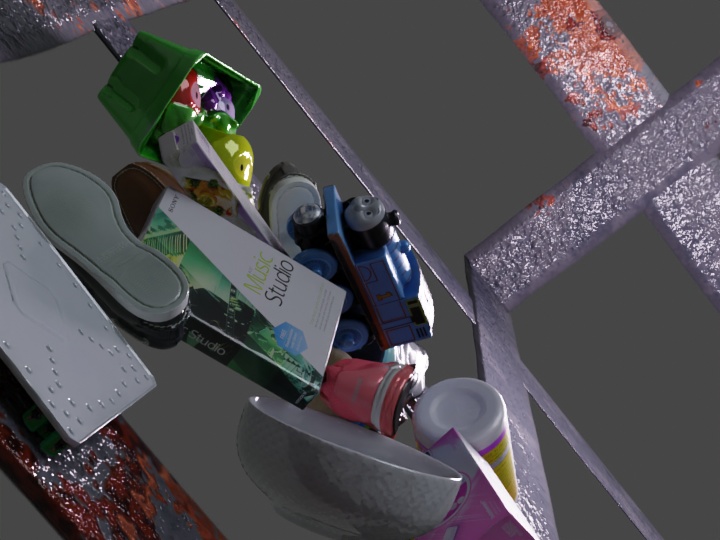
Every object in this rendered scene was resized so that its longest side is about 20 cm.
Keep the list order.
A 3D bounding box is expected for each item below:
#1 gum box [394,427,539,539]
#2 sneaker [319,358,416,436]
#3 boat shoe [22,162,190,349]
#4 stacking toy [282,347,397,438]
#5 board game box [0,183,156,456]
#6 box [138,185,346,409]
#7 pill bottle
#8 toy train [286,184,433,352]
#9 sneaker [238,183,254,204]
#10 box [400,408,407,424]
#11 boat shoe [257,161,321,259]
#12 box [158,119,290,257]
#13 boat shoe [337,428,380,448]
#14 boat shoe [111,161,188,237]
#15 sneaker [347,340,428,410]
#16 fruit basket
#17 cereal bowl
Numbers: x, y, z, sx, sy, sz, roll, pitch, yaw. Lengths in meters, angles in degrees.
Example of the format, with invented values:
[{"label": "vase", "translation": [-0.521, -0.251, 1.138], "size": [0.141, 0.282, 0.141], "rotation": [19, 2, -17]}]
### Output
[{"label": "gum box", "translation": [0.094, 0.249, 1.471], "size": [0.066, 0.113, 0.200], "rotation": [47, 4, -23]}, {"label": "sneaker", "translation": [0.003, 0.107, 1.385], "size": [0.086, 0.074, 0.200], "rotation": [19, -6, 3]}, {"label": "boat shoe", "translation": [-0.213, -0.011, 1.219], "size": [0.200, 0.075, 0.060], "rotation": [48, -30, 29]}, {"label": "stacking toy", "translation": [-0.011, 0.144, 1.557], "size": [0.086, 0.085, 0.200], "rotation": [57, 6, 25]}, {"label": "board game box", "translation": [-0.240, 0.029, 1.055], "size": [0.200, 0.026, 0.200], "rotation": [53, 11, -1]}, {"label": "box", "translation": [-0.114, 0.022, 1.326], "size": [0.199, 0.036, 0.145], "rotation": [30, 36, -12]}, {"label": "pill bottle", "translation": [0.121, 0.222, 1.649], "size": [0.104, 0.104, 0.201], "rotation": [-116, -170, -49]}, {"label": "toy train", "translation": [0.000, 0.000, 1.469], "size": [0.087, 0.114, 0.200], "rotation": [-99, 169, -45]}, {"label": "sneaker", "translation": [-0.146, -0.049, 1.532], "size": [0.075, 0.077, 0.200], "rotation": [17, 9, -6]}, {"label": "box", "translation": [-0.027, 0.087, 1.738], "size": [0.158, 0.048, 0.200], "rotation": [47, 11, -29]}, {"label": "boat shoe", "translation": [-0.078, -0.017, 1.565], "size": [0.060, 0.072, 0.203], "rotation": [-120, -150, -54]}, {"label": "box", "translation": [-0.123, -0.055, 1.400], "size": [0.200, 0.039, 0.042], "rotation": [56, 11, -39]}, {"label": "boat shoe", "translation": [-0.005, 0.184, 1.456], "size": [0.070, 0.066, 0.200], "rotation": [55, 11, 16]}, {"label": "boat shoe", "translation": [-0.168, -0.017, 1.398], "size": [0.200, 0.076, 0.074], "rotation": [53, 13, 6]}, {"label": "sneaker", "translation": [0.024, 0.077, 1.678], "size": [0.140, 0.078, 0.201], "rotation": [45, 23, -42]}, {"label": "fruit basket", "translation": [-0.177, -0.158, 1.682], "size": [0.215, 0.156, 0.216], "rotation": [35, 6, -4]}, {"label": "cereal bowl", "translation": [-0.017, 0.180, 1.263], "size": [0.199, 0.084, 0.200], "rotation": [19, 0, 0]}]
